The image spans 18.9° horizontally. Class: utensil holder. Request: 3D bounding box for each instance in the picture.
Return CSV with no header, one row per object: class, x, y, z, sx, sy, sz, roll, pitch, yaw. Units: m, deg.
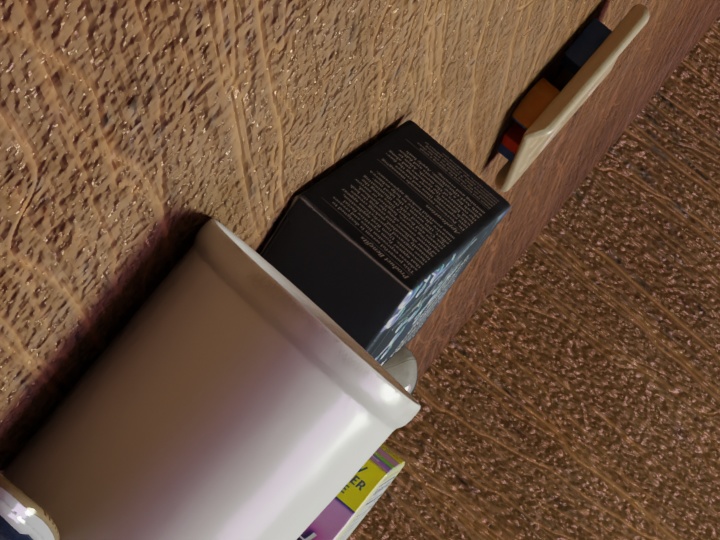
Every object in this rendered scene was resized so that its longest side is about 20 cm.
utensil holder,-0.092,0.098,1.284,0.200,0.170,0.170,-48,173,0

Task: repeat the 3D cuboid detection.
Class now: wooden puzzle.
wooden puzzle,0.206,-0.182,2.219,0.185,0.046,0.200,-49,177,-16

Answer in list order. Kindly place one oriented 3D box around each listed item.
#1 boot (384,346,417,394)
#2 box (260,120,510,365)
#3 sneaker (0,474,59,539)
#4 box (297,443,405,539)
boot,-0.028,0.102,1.843,0.199,0.070,0.132,-24,165,-18
box,0.000,0.000,1.585,0.149,0.107,0.200,-54,171,31
sneaker,-0.228,0.174,1.187,0.109,0.070,0.200,-50,176,-23
box,-0.102,0.151,1.428,0.200,0.176,0.097,-51,173,4
